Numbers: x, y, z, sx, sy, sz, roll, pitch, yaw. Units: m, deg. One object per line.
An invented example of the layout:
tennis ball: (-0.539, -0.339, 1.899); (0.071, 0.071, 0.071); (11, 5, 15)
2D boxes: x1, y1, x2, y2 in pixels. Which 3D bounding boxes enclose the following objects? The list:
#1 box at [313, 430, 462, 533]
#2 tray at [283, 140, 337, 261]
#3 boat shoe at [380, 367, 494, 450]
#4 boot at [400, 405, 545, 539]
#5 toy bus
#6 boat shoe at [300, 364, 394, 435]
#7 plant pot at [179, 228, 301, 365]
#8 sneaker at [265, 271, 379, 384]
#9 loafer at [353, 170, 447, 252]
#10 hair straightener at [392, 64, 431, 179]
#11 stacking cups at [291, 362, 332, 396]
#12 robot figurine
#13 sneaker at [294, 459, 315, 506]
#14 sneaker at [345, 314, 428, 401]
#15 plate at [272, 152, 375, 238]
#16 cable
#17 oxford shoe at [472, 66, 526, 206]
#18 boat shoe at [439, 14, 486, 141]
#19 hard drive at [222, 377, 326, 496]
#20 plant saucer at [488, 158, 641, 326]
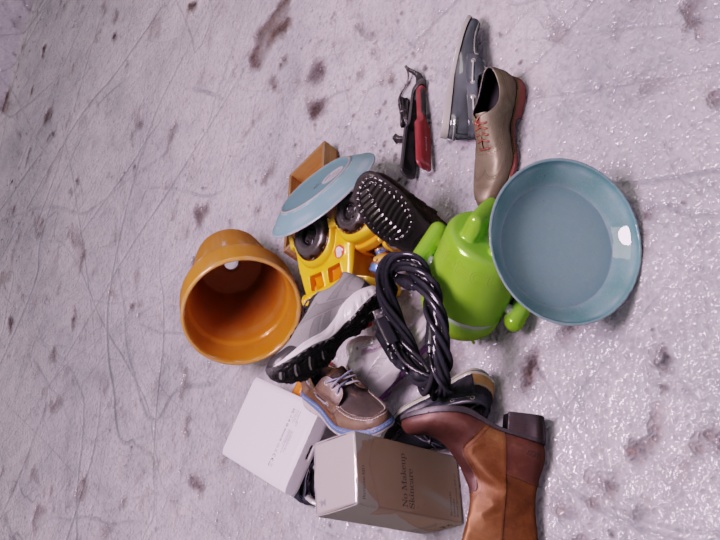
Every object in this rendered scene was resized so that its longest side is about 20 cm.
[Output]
box: (0.036, 0.274, 1.208); (0.077, 0.198, 0.097); (-25, 57, 38)
tray: (-0.081, -0.117, 1.576); (0.098, 0.037, 0.202); (-39, 33, 31)
boat shoe: (0.098, 0.207, 1.260); (0.199, 0.074, 0.063); (-39, 29, 25)
boot: (0.132, 0.273, 1.157); (0.069, 0.184, 0.204); (97, 180, -76)
toy bus: (0.000, 0.000, 1.410); (0.198, 0.134, 0.196); (-26, 60, 37)
boat shoe: (-0.029, 0.173, 1.307); (0.198, 0.072, 0.074); (13, 123, 52)
plant pot: (-0.213, 0.025, 1.605); (0.202, 0.198, 0.184); (-55, 28, 17)
sneaker: (-0.058, 0.079, 1.304); (0.079, 0.075, 0.200); (37, 63, 24)
loafer: (0.071, -0.065, 1.328); (0.073, 0.200, 0.072); (-44, 7, 25)
hair straightener: (0.071, -0.233, 1.489); (0.076, 0.041, 0.204); (-24, 58, 40)
stacking cups: (-0.098, 0.232, 1.491); (0.060, 0.060, 0.203); (30, 93, 49)
robot figurine: (0.146, 0.007, 1.230); (0.174, 0.116, 0.202); (29, 128, 13)
sneaker: (-0.057, 0.310, 1.392); (0.198, 0.079, 0.080); (-10, 69, 47)
sneaker: (0.032, 0.118, 1.349); (0.100, 0.075, 0.200); (49, 114, 14)
plate: (-0.063, -0.123, 1.442); (0.199, 0.026, 0.201); (-35, 17, 12)
cable: (0.076, 0.072, 1.219); (0.201, 0.050, 0.165); (60, 148, 38)
oxford shoe: (0.178, -0.186, 1.326); (0.070, 0.074, 0.204); (-5, 72, 45)
boat shoe: (0.163, -0.285, 1.410); (0.060, 0.073, 0.204); (11, 72, 5)
hard drive: (-0.131, 0.249, 1.442); (0.199, 0.026, 0.134); (12, 75, 54)
plant saucer: (0.241, -0.032, 1.135); (0.036, 0.196, 0.204); (139, 141, -73)
